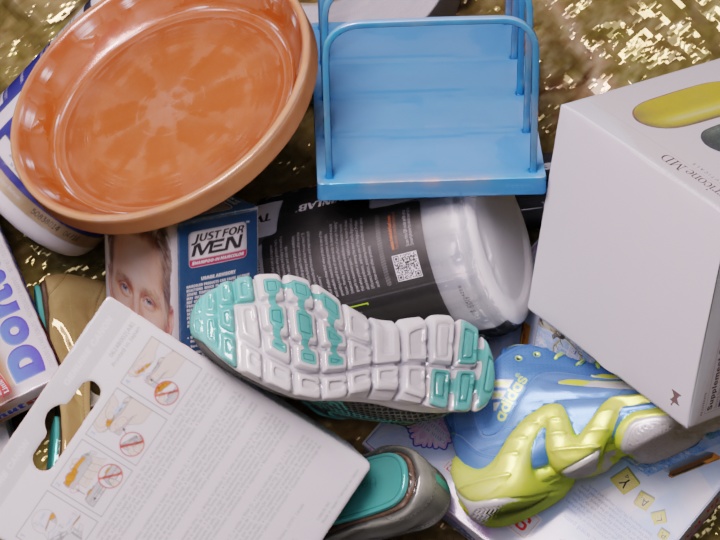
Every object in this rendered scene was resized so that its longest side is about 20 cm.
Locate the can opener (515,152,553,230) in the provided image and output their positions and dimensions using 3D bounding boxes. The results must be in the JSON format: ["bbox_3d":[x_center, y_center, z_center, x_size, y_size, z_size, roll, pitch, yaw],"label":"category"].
[{"bbox_3d":[0.098,-0.056,1.797,0.200,0.067,0.053,-7,71,4],"label":"can opener"}]

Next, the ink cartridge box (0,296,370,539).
[{"bbox_3d":[-0.118,0.128,1.642,0.200,0.047,0.160,34,90,-18],"label":"ink cartridge box"}]

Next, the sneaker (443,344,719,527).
[{"bbox_3d":[0.141,0.077,1.696,0.200,0.076,0.105,-24,69,-2],"label":"sneaker"}]

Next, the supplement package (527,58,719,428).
[{"bbox_3d":[0.233,-0.028,1.666,0.200,0.151,0.152,-18,40,-34],"label":"supplement package"}]

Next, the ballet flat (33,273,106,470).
[{"bbox_3d":[-0.178,0.095,1.776,0.063,0.069,0.200,-1,71,-9],"label":"ballet flat"}]

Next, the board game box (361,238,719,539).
[{"bbox_3d":[0.140,0.102,1.750,0.200,0.041,0.200,39,78,17],"label":"board game box"}]

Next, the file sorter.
[{"bbox_3d":[0.039,-0.149,1.692,0.139,0.123,0.200,-1,34,-2],"label":"file sorter"}]

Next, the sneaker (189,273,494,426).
[{"bbox_3d":[-0.021,0.061,1.658,0.200,0.091,0.078,17,62,-26],"label":"sneaker"}]

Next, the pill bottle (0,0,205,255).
[{"bbox_3d":[-0.158,-0.115,1.786,0.200,0.116,0.116,-45,70,16],"label":"pill bottle"}]

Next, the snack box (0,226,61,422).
[{"bbox_3d":[-0.258,0.009,1.785,0.072,0.024,0.200,-26,61,-2],"label":"snack box"}]

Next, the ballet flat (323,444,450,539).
[{"bbox_3d":[-0.034,0.159,1.733,0.200,0.064,0.067,-14,64,27],"label":"ballet flat"}]

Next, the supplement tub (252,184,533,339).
[{"bbox_3d":[0.000,0.000,1.742,0.200,0.123,0.123,-13,69,21],"label":"supplement tub"}]

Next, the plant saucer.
[{"bbox_3d":[-0.117,-0.102,1.654,0.200,0.032,0.200,-14,48,17],"label":"plant saucer"}]

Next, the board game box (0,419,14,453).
[{"bbox_3d":[-0.313,0.063,1.816,0.134,0.034,0.200,-18,70,-1],"label":"board game box"}]

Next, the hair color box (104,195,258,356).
[{"bbox_3d":[-0.112,0.046,1.692,0.060,0.200,0.100,-12,23,-31],"label":"hair color box"}]

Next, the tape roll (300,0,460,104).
[{"bbox_3d":[-0.028,-0.216,1.869,0.200,0.066,0.201,-2,70,6],"label":"tape roll"}]
